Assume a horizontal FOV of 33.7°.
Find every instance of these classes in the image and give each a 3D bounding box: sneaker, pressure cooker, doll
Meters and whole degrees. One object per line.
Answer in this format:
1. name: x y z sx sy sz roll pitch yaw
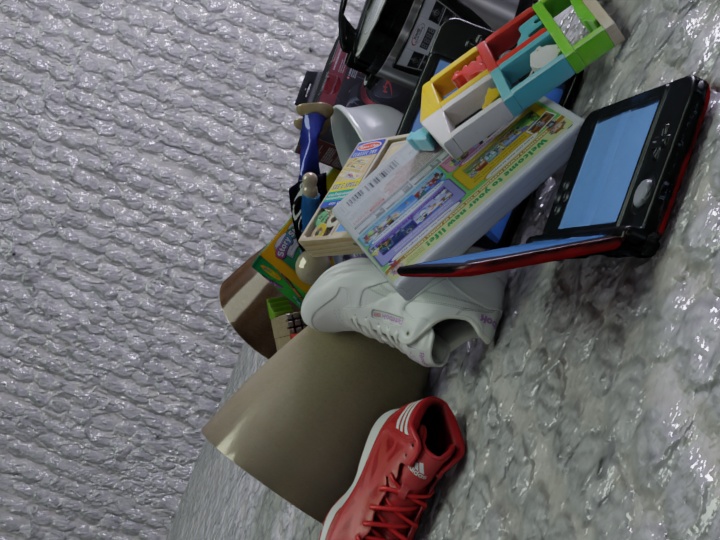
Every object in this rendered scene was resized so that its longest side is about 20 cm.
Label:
1. sneaker: 0.031 0.037 1.033 0.200 0.075 0.100 -11 57 29
2. sneaker: 0.024 0.190 0.973 0.116 0.078 0.200 125 162 -62
3. pressure cooker: 0.076 -0.289 1.364 0.179 0.200 0.176 134 157 -66
4. doll: -0.055 -0.082 1.314 0.136 0.048 0.200 112 159 -73

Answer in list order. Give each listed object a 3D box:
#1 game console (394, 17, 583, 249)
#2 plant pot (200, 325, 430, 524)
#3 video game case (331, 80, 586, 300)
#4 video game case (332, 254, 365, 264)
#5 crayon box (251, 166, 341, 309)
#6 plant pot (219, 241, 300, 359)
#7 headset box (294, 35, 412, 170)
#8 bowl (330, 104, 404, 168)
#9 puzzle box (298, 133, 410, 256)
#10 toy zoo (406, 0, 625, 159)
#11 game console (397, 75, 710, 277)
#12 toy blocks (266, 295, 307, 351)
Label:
1. game console: 0.104 -0.127 1.116 0.200 0.176 0.116 -67 -19 9
2. plant pot: -0.020 0.123 1.141 0.200 0.187 0.187 -56 8 -5
3. video game case: 0.079 -0.080 1.009 0.200 0.022 0.182 -41 29 2
4. video game case: 0.000 0.000 1.307 0.200 0.019 0.143 124 127 -76
5. crayon box: -0.029 -0.046 1.510 0.200 0.119 0.058 -51 3 -19
6. plant pot: -0.073 0.009 1.734 0.200 0.187 0.187 -48 17 25
7. headset box: 0.019 -0.193 1.484 0.075 0.200 0.149 137 152 -70
8. bowl: 0.047 -0.109 1.351 0.201 0.090 0.201 156 90 -82
9. puzzle box: 0.041 -0.075 1.096 0.200 0.025 0.133 -4 47 48
10. toy zoo: 0.122 -0.168 1.025 0.200 0.020 0.131 -34 28 15
11. game console: 0.123 -0.058 0.811 0.200 0.119 0.173 -179 110 -80
12. toy blocks: -0.053 0.121 1.413 0.137 0.100 0.200 158 101 -70
